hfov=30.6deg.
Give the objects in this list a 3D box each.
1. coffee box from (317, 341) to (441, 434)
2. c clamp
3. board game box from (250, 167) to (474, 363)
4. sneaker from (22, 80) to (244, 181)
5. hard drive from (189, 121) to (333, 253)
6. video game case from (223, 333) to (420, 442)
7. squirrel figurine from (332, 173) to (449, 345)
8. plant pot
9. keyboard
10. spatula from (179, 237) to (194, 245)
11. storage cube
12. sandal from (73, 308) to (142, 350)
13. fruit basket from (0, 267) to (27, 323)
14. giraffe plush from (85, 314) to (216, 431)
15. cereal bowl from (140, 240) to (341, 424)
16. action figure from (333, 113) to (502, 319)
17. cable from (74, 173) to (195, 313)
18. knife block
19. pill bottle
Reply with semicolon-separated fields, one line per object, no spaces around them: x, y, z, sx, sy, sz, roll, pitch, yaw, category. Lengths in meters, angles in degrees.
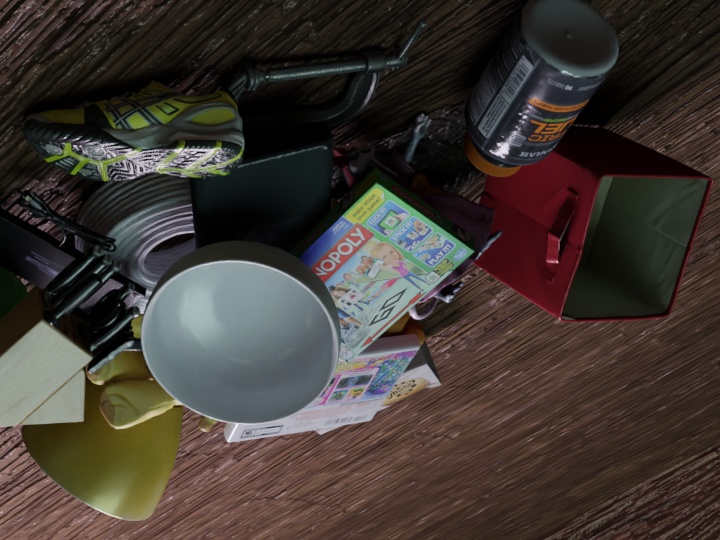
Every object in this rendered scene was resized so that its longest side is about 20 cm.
0.004;0.154;1.903;0.200;0.080;0.113;-23;156;5;coffee box
-0.049;-0.181;1.264;0.199;0.027;0.171;-13;159;-18;c clamp
0.000;0.000;1.346;0.134;0.029;0.200;32;121;-26;board game box
-0.205;-0.130;1.202;0.199;0.077;0.075;3;154;-5;sneaker
-0.097;-0.055;1.315;0.139;0.033;0.200;-15;144;-14;hard drive
-0.048;0.141;1.567;0.199;0.024;0.182;-5;147;-26;video game case
0.035;-0.019;1.520;0.200;0.142;0.187;4;140;-45;squirrel figurine
-0.307;0.198;1.673;0.142;0.200;0.200;-54;147;8;plant pot
-0.301;-0.022;1.295;0.200;0.021;0.127;31;137;-22;keyboard
-0.216;-0.022;1.460;0.199;0.021;0.057;-18;153;-6;spatula
0.251;-0.057;1.473;0.200;0.180;0.171;-2;114;-36;storage cube
-0.298;0.051;1.423;0.075;0.048;0.200;4;-173;-43;sandal
-0.441;0.081;1.378;0.215;0.156;0.216;-13;136;-12;fruit basket
-0.209;0.106;1.568;0.199;0.173;0.162;9;179;10;giraffe plush
-0.115;0.052;1.311;0.199;0.083;0.201;2;123;3;cereal bowl
0.046;-0.068;1.415;0.134;0.200;0.149;-56;-175;-36;action figure
-0.196;-0.031;1.374;0.199;0.069;0.200;-8;144;-23;cable
-0.317;0.062;1.273;0.199;0.064;0.176;-2;119;-16;knife block
0.171;-0.178;1.330;0.106;0.106;0.200;-8;153;-24;pill bottle
